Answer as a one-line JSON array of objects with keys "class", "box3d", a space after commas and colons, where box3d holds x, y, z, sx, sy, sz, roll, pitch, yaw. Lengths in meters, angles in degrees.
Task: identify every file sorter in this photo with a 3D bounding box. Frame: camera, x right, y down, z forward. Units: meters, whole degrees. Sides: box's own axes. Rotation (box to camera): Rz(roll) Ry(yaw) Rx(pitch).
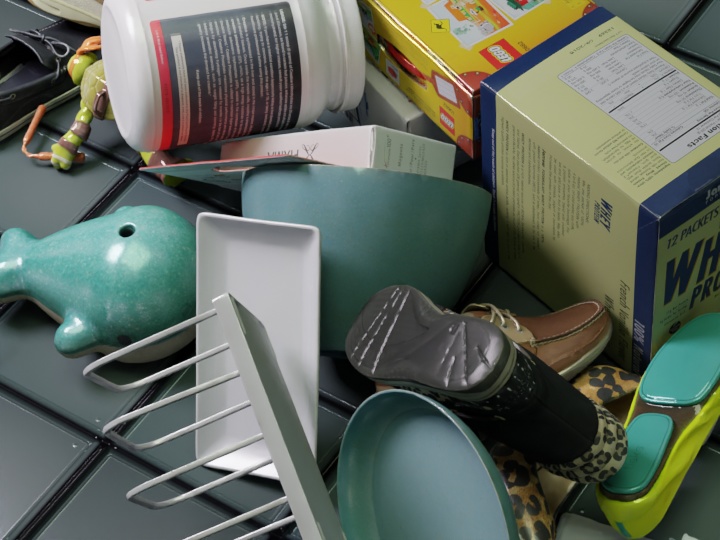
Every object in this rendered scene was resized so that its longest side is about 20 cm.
[{"class": "file sorter", "box3d": [-0.101, 0.140, 1.444, 0.124, 0.139, 0.201, -22, 78, 2]}]

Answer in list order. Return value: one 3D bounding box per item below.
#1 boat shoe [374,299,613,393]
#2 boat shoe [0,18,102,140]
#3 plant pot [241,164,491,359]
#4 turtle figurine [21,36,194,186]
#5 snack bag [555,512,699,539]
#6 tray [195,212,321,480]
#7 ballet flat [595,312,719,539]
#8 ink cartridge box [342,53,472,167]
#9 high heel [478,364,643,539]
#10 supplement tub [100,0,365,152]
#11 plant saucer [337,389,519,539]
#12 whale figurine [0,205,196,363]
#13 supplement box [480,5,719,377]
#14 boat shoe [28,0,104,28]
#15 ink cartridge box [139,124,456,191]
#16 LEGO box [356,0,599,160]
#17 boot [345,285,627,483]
[{"class": "boat shoe", "box3d": [0.101, 0.063, 1.555, 0.199, 0.072, 0.076, -24, 17, -14]}, {"class": "boat shoe", "box3d": [-0.294, -0.190, 1.861, 0.074, 0.063, 0.200, 31, 55, 29]}, {"class": "plant pot", "box3d": [0.000, 0.000, 1.604, 0.198, 0.200, 0.136, 4, 84, 8]}, {"class": "turtle figurine", "box3d": [-0.200, -0.158, 1.794, 0.161, 0.064, 0.201, 34, 80, 20]}, {"class": "snack bag", "box3d": [0.203, 0.263, 1.444, 0.198, 0.022, 0.189, 17, 52, 19]}, {"class": "tray", "box3d": [-0.075, 0.058, 1.547, 0.106, 0.202, 0.022, 8, 15, 24]}, {"class": "ballet flat", "box3d": [0.232, 0.119, 1.526, 0.066, 0.067, 0.200, 7, 46, 34]}, {"class": "ink cartridge box", "box3d": [0.049, -0.189, 1.817, 0.146, 0.086, 0.200, -27, 51, -19]}, {"class": "high heel", "box3d": [0.165, 0.144, 1.510, 0.141, 0.072, 0.201, -12, 37, 2]}, {"class": "supplement tub", "box3d": [-0.108, -0.180, 1.698, 0.198, 0.141, 0.141, -10, 48, -15]}, {"class": "plant saucer", "box3d": [0.051, 0.179, 1.423, 0.027, 0.201, 0.200, -13, 45, -34]}, {"class": "whale figurine", "box3d": [-0.216, -0.003, 1.659, 0.198, 0.104, 0.160, 11, 50, 14]}, {"class": "supplement box", "box3d": [0.209, -0.058, 1.609, 0.134, 0.201, 0.200, -33, 53, -22]}, {"class": "boat shoe", "box3d": [-0.208, -0.254, 1.873, 0.198, 0.067, 0.074, 13, 40, -13]}, {"class": "ink cartridge box", "box3d": [-0.052, -0.090, 1.640, 0.199, 0.173, 0.044, -1, 80, 49]}, {"class": "LEGO box", "box3d": [0.093, -0.208, 1.722, 0.148, 0.078, 0.200, -29, 54, -19]}, {"class": "boot", "box3d": [0.087, 0.085, 1.465, 0.074, 0.153, 0.203, -59, 29, -8]}]
